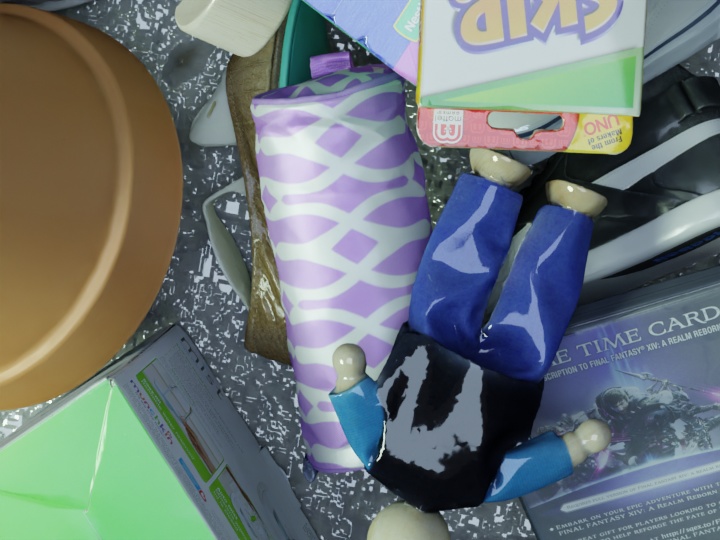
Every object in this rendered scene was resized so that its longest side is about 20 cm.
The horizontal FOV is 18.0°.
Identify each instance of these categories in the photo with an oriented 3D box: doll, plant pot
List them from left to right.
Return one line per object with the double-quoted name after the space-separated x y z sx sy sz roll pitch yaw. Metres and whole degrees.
-0.203 -0.042 1.085 0.199 0.140 0.202 -6 77 27 "plant pot"
0.054 0.051 1.053 0.136 0.048 0.201 22 89 -7 "doll"

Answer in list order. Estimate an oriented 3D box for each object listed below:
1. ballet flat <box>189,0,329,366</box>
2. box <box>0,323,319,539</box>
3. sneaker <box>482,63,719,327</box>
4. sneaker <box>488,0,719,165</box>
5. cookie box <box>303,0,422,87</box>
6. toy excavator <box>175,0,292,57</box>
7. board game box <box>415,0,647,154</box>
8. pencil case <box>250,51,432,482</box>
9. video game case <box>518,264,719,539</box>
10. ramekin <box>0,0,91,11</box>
-0.048 -0.047 1.159 0.072 0.068 0.202 -3 101 24 "ballet flat"
-0.087 0.142 1.119 0.096 0.176 0.201 -32 94 8 "box"
0.100 -0.038 1.147 0.199 0.073 0.113 -22 69 21 "sneaker"
0.125 -0.132 1.090 0.200 0.073 0.071 -43 137 -20 "sneaker"
0.049 -0.178 1.060 0.075 0.200 0.172 34 98 -1 "cookie box"
-0.035 -0.220 1.078 0.099 0.195 0.201 20 112 -26 "toy excavator"
0.074 -0.149 0.951 0.095 0.030 0.202 2 101 0 "board game box"
0.000 0.000 1.100 0.083 0.086 0.202 -5 103 14 "pencil case"
0.148 0.097 1.127 0.142 0.019 0.201 -17 120 14 "video game case"
-0.175 -0.227 1.118 0.198 0.105 0.202 1 97 4 "ramekin"
